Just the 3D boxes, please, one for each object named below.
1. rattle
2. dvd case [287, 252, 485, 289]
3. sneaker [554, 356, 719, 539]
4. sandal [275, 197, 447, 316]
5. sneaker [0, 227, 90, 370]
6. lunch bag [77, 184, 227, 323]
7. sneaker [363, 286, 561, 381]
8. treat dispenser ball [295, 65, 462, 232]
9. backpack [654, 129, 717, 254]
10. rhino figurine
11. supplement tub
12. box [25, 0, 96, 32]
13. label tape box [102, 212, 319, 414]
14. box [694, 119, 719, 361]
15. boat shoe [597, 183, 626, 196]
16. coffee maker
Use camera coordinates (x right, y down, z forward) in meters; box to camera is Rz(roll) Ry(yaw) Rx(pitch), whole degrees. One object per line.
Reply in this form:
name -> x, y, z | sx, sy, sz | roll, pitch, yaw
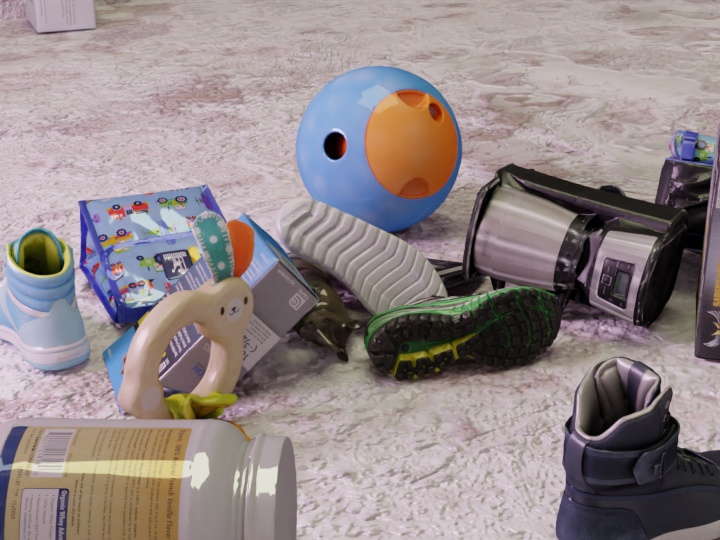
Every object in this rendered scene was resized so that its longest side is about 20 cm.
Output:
rattle -> -0.105, 0.055, 1.157 | 0.143, 0.130, 0.200 | 11, 65, 53
dvd case -> 0.022, -0.004, 1.505 | 0.200, 0.016, 0.149 | 7, 8, 23
sneaker -> 0.228, 0.128, 1.015 | 0.202, 0.147, 0.077 | -15, 23, -34
sandal -> 0.005, -0.006, 1.401 | 0.203, 0.083, 0.050 | 38, -16, 2
sneaker -> -0.332, 0.009, 1.381 | 0.079, 0.131, 0.200 | -18, 26, -33
lunch bag -> -0.209, 0.000, 1.490 | 0.150, 0.094, 0.200 | -9, 34, -22
sneaker -> 0.098, 0.048, 1.324 | 0.200, 0.078, 0.085 | -6, 19, -12
treat dispenser ball -> 0.023, -0.146, 1.663 | 0.200, 0.201, 0.201 | -1, 21, 0
backpack -> 0.426, -0.071, 1.502 | 0.200, 0.135, 0.183 | 11, 4, 15
rhino figurine -> -0.050, 0.037, 1.375 | 0.087, 0.060, 0.200 | 23, 11, -26
supplement tub -> -0.147, 0.171, 0.924 | 0.200, 0.145, 0.144 | 0, 21, 5
box -> -0.658, -0.633, 2.990 | 0.130, 0.199, 0.200 | -8, 21, -18
label tape box -> -0.145, 0.054, 1.309 | 0.200, 0.063, 0.144 | -45, 26, 3
box -> 0.361, -0.033, 1.347 | 0.048, 0.200, 0.158 | 7, 22, 11
boat shoe -> 0.280, -0.043, 1.573 | 0.073, 0.062, 0.200 | 4, 22, 10
coffee maker -> 0.231, -0.038, 1.426 | 0.200, 0.135, 0.192 | 18, 47, 20
